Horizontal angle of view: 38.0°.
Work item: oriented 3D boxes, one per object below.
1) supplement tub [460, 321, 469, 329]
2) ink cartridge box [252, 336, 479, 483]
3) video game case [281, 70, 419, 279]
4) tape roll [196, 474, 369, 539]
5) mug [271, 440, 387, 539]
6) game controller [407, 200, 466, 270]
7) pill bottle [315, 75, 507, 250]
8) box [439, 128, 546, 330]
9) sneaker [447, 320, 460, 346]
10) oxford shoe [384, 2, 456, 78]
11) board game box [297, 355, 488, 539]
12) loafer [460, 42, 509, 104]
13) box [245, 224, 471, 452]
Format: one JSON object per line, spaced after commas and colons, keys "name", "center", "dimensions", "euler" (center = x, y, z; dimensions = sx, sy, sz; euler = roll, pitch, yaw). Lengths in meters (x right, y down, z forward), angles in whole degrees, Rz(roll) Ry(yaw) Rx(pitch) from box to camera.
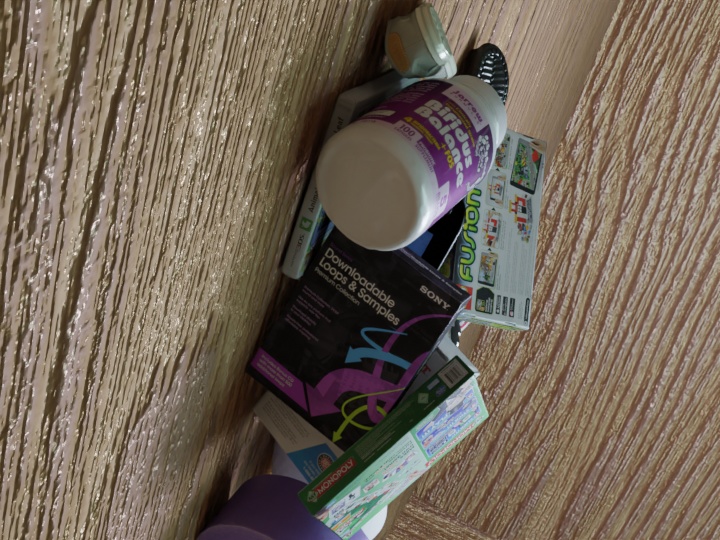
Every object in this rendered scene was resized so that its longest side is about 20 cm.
{"name": "supplement tub", "center": [0.102, -0.008, 1.408], "dimensions": [0.141, 0.139, 0.201], "euler": [-57, 166, -31]}
{"name": "ink cartridge box", "center": [0.006, 0.126, 1.101], "dimensions": [0.200, 0.145, 0.084], "euler": [-49, 152, 13]}
{"name": "video game case", "center": [-0.007, -0.102, 1.030], "dimensions": [0.200, 0.022, 0.184], "euler": [-42, 155, -63]}
{"name": "tape roll", "center": [-0.082, 0.331, 1.157], "dimensions": [0.085, 0.199, 0.201], "euler": [-45, 158, -46]}
{"name": "mug", "center": [-0.019, 0.221, 1.298], "dimensions": [0.199, 0.147, 0.177], "euler": [-28, 133, -37]}
{"name": "game controller", "center": [0.019, -0.004, 1.030], "dimensions": [0.201, 0.104, 0.042], "euler": [-61, -174, 7]}
{"name": "pill bottle", "center": [0.055, -0.107, 0.938], "dimensions": [0.200, 0.112, 0.113], "euler": [-41, 155, -48]}
{"name": "box", "center": [0.133, -0.047, 1.076], "dimensions": [0.035, 0.109, 0.203], "euler": [-7, -107, 57]}
{"name": "sneaker", "center": [0.062, 0.120, 1.300], "dimensions": [0.081, 0.083, 0.201], "euler": [55, 42, -23]}
{"name": "oxford shoe", "center": [0.056, -0.215, 1.002], "dimensions": [0.057, 0.076, 0.200], "euler": [-24, -175, 12]}
{"name": "board game box", "center": [0.037, 0.179, 1.028], "dimensions": [0.200, 0.029, 0.135], "euler": [-40, 154, -7]}
{"name": "loafer", "center": [0.138, -0.201, 1.379], "dimensions": [0.072, 0.071, 0.202], "euler": [-3, 110, -42]}
{"name": "box", "center": [-0.006, 0.061, 0.996], "dimensions": [0.201, 0.142, 0.036], "euler": [-58, 169, 21]}
